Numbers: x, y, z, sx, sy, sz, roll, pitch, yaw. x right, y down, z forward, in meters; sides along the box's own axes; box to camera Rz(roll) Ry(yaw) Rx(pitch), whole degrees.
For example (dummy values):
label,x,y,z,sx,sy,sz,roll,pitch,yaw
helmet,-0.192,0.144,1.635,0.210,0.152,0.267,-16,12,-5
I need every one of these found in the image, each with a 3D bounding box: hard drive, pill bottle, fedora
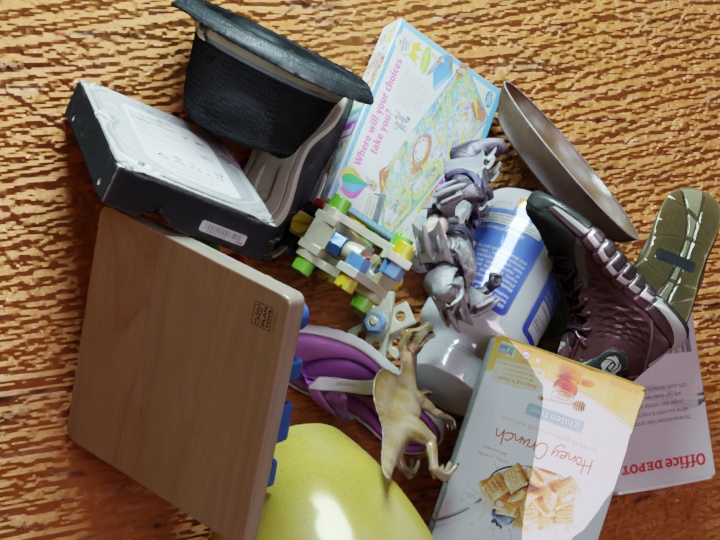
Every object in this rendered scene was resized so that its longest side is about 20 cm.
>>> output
label,x,y,z,sx,sy,sz,roll,pitch,yaw
hard drive,-0.155,-0.085,1.143,0.139,0.200,0.038,21,106,-27
pill bottle,0.123,0.032,1.337,0.112,0.112,0.201,41,64,-19
fedora,-0.087,-0.154,1.209,0.199,0.201,0.092,20,102,-27

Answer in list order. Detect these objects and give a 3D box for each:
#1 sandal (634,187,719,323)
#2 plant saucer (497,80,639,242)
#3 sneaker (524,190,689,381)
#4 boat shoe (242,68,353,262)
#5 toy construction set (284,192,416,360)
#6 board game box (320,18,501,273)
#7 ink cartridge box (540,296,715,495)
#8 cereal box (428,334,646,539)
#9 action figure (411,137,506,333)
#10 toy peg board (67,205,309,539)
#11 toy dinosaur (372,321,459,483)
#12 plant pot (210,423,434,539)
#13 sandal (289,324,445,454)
label,x,y,z,sx,sy,sz,roll,pitch,yaw
sandal,0.288,0.011,1.376,0.080,0.054,0.201,27,68,10
plant saucer,0.195,-0.099,1.386,0.032,0.201,0.200,-41,109,16
sneaker,0.196,0.031,1.284,0.200,0.076,0.116,44,91,-11
boat shoe,-0.057,-0.100,1.288,0.201,0.071,0.068,-65,152,-29
toy construction set,0.000,0.000,1.244,0.130,0.200,0.093,30,73,19
board game box,0.048,-0.118,1.360,0.134,0.034,0.202,32,67,-24
ink cartridge box,0.264,0.116,1.426,0.144,0.084,0.203,-3,83,-31
cereal box,0.151,0.174,1.246,0.142,0.040,0.202,18,86,-3
action figure,0.088,-0.034,1.247,0.201,0.068,0.131,-76,162,-52
toy peg board,-0.116,0.071,1.115,0.097,0.198,0.202,-13,121,-52
toy dinosaur,0.036,0.134,1.203,0.102,0.058,0.201,55,30,-29
plant pot,-0.042,0.213,1.180,0.198,0.200,0.143,1,55,-31
sandal,-0.001,0.111,1.262,0.202,0.082,0.050,32,35,-25
